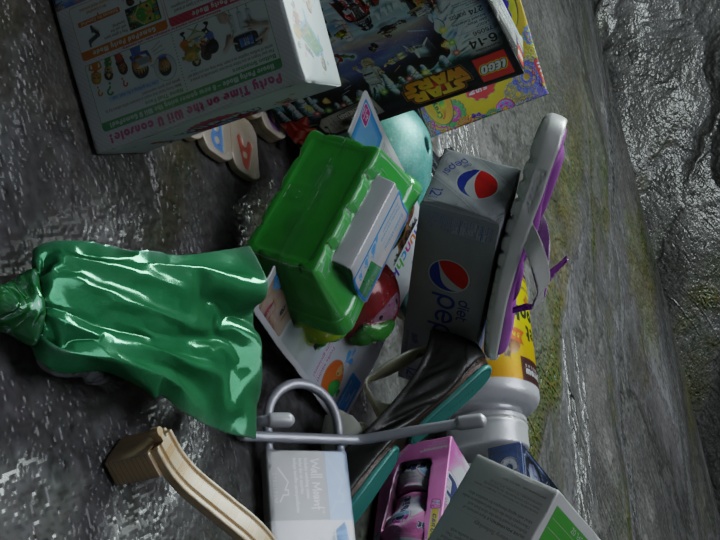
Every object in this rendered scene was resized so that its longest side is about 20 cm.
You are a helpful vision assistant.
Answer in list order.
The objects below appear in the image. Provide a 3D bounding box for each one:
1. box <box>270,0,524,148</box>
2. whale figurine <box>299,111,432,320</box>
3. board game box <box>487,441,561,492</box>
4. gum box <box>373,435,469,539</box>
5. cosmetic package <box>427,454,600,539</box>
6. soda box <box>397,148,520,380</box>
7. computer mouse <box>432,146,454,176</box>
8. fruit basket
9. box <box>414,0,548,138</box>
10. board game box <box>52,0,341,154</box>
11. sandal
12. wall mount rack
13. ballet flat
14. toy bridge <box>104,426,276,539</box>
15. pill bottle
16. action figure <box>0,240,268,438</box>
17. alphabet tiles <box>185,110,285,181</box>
[{"bbox_3d":[0.007,-0.173,0.832,0.137,0.197,0.040,49,34,-46],"label":"box"},{"bbox_3d":[0.027,-0.061,0.971,0.202,0.102,0.160,65,24,-20],"label":"whale figurine"},{"bbox_3d":[0.158,0.274,1.002,0.136,0.034,0.203,49,32,-50],"label":"board game box"},{"bbox_3d":[0.077,0.247,0.955,0.114,0.065,0.202,-78,146,-49],"label":"gum box"},{"bbox_3d":[0.086,0.256,0.828,0.108,0.084,0.202,46,69,-43],"label":"cosmetic package"},{"bbox_3d":[0.075,0.006,0.889,0.202,0.062,0.069,95,15,-45],"label":"soda box"},{"bbox_3d":[0.083,-0.107,1.243,0.059,0.034,0.200,58,18,0],"label":"computer mouse"},{"bbox_3d":[0.000,0.000,0.840,0.187,0.093,0.201,-62,145,-22],"label":"fruit basket"},{"bbox_3d":[0.067,-0.238,1.058,0.193,0.120,0.203,-141,-147,-80],"label":"box"},{"bbox_3d":[-0.111,-0.187,0.668,0.064,0.145,0.204,-19,95,-70],"label":"board game box"},{"bbox_3d":[0.131,-0.014,0.838,0.083,0.049,0.206,-57,160,-57],"label":"sandal"},{"bbox_3d":[0.004,0.163,0.747,0.171,0.074,0.204,6,67,-29],"label":"wall mount rack"},{"bbox_3d":[0.016,0.120,0.848,0.200,0.068,0.068,-43,159,-25],"label":"ballet flat"},{"bbox_3d":[-0.075,0.172,0.641,0.203,0.066,0.027,67,24,-21],"label":"toy bridge"},{"bbox_3d":[0.116,0.080,1.094,0.109,0.108,0.203,39,42,-55],"label":"pill bottle"},{"bbox_3d":[-0.128,0.029,0.618,0.199,0.054,0.120,18,62,-56],"label":"action figure"},{"bbox_3d":[-0.111,-0.175,0.832,0.200,0.014,0.199,34,47,-60],"label":"alphabet tiles"}]
